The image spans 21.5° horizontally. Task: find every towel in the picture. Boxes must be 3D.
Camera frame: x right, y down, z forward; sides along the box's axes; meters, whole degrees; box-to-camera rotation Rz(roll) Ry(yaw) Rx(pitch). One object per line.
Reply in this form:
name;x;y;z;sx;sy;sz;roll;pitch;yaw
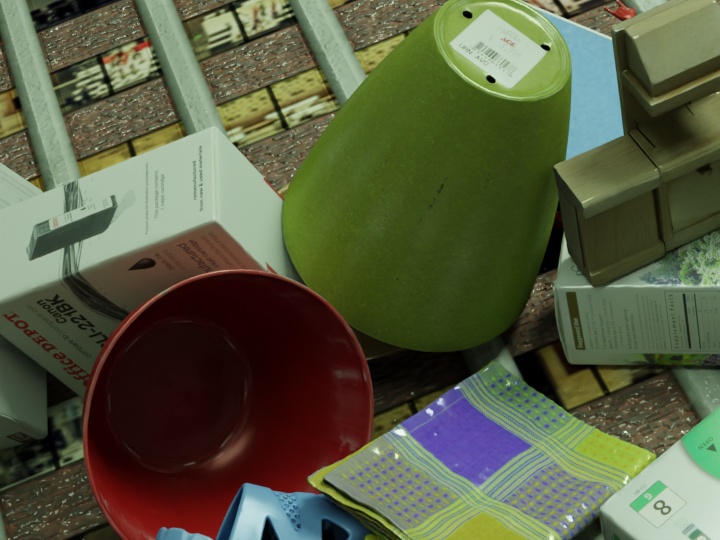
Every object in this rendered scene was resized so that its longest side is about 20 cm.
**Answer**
towel;0.079;0.129;1.193;0.143;0.023;0.199;33;41;31

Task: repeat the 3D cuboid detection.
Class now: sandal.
sandal;-0.052;0.169;1.183;0.199;0.079;0.087;-29;86;-27

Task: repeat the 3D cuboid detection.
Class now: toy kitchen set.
toy kitchen set;0.242;-0.058;1.158;0.199;0.164;0.181;-24;44;-8

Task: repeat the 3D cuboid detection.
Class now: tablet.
tablet;0.152;-0.123;1.377;0.199;0.014;0.130;26;63;23

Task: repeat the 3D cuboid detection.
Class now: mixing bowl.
mixing bowl;-0.103;0.092;1.245;0.200;0.201;0.108;-37;21;-18

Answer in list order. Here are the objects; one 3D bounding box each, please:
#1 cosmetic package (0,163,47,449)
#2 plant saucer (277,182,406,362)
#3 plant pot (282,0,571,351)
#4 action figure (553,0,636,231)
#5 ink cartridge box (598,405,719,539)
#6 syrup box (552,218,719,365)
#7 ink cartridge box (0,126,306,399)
cosmetic package;-0.280;0.021;1.358;0.074;0.102;0.202;-14;63;22
plant saucer;0.000;0.000;1.382;0.198;0.036;0.201;-8;47;9
plant pot;0.062;-0.079;1.251;0.186;0.200;0.188;10;51;-13
action figure;0.188;-0.126;1.420;0.099;0.065;0.200;36;65;29
ink cartridge box;0.268;0.162;1.141;0.161;0.050;0.200;-36;46;-17
syrup box;0.234;0.009;1.269;0.198;0.082;0.079;-1;46;17
ink cartridge box;-0.150;0.000;1.317;0.199;0.144;0.084;-19;53;21
